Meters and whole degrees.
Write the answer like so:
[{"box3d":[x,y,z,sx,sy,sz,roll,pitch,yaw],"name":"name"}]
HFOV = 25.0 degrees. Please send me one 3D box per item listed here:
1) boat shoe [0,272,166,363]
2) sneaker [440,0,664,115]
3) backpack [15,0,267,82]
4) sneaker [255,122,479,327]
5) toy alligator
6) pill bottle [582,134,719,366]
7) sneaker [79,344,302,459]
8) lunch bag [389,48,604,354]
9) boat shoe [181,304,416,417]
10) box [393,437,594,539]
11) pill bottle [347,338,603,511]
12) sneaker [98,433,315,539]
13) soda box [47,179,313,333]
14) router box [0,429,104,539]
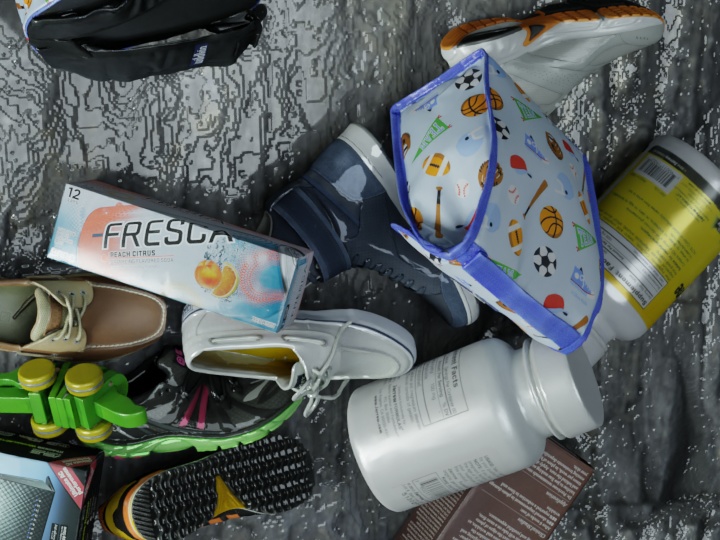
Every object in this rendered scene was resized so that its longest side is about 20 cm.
[{"box3d":[-0.253,0.039,1.298,0.198,0.074,0.076,1,92,-19],"name":"boat shoe"},{"box3d":[0.168,-0.178,1.401,0.198,0.076,0.093,-12,114,-8],"name":"sneaker"},{"box3d":[-0.172,-0.234,1.207,0.189,0.200,0.155,-25,77,-10],"name":"backpack"},{"box3d":[-0.001,-0.001,1.371,0.146,0.077,0.203,-41,106,-13],"name":"sneaker"},{"box3d":[-0.257,0.095,1.306,0.198,0.054,0.060,4,124,17],"name":"toy alligator"},{"box3d":[0.239,-0.013,1.436,0.200,0.112,0.112,-46,112,-3],"name":"pill bottle"},{"box3d":[-0.139,0.103,1.356,0.198,0.077,0.085,-9,110,-18],"name":"sneaker"},{"box3d":[0.112,-0.045,1.318,0.123,0.201,0.170,-33,131,26],"name":"lunch bag"},{"box3d":[-0.049,0.077,1.333,0.200,0.087,0.075,12,136,-15],"name":"boat shoe"},{"box3d":[0.111,0.229,1.474,0.100,0.075,0.201,35,89,-23],"name":"box"},{"box3d":[0.099,0.122,1.380,0.199,0.115,0.115,-22,112,18],"name":"pill bottle"},{"box3d":[-0.133,0.185,1.387,0.199,0.090,0.071,-11,90,-42],"name":"sneaker"},{"box3d":[-0.142,-0.014,1.287,0.198,0.068,0.064,17,99,7],"name":"soda box"},{"box3d":[-0.299,0.230,1.313,0.148,0.062,0.202,11,100,4],"name":"router box"}]
